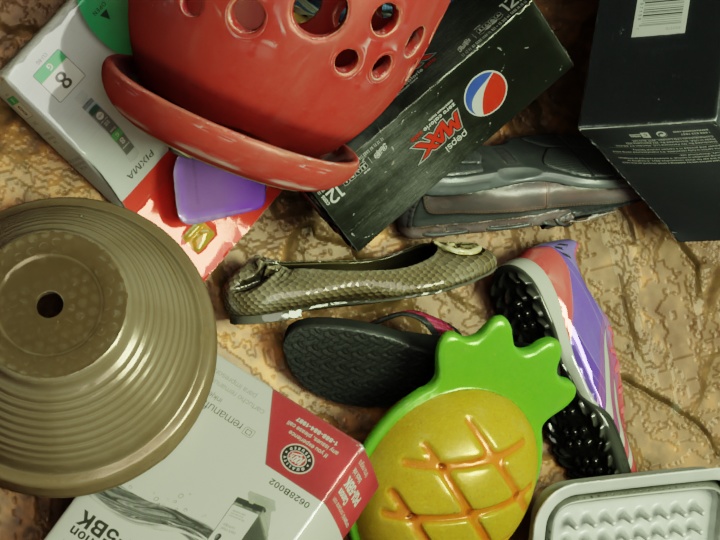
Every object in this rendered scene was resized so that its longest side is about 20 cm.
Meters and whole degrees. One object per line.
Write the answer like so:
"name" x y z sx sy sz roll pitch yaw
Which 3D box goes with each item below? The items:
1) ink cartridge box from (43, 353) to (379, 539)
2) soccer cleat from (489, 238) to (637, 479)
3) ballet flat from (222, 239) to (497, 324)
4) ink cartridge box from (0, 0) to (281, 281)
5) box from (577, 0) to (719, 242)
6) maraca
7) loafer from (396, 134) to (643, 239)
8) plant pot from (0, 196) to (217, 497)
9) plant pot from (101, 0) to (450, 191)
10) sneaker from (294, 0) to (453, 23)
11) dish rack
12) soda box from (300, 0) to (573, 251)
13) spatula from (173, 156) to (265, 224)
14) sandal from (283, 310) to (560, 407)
"ink cartridge box" -0.105 0.171 1.500 0.147 0.083 0.200 30 74 19
"soccer cleat" 0.163 0.074 1.656 0.073 0.068 0.200 -30 100 -35
"ballet flat" 0.000 0.000 1.595 0.200 0.067 0.046 -10 95 -15
"ink cartridge box" -0.124 -0.116 1.561 0.200 0.050 0.161 44 73 -12
"box" 0.248 -0.148 1.612 0.182 0.104 0.200 41 55 -52
"maraca" 0.068 0.125 1.577 0.137 0.107 0.200 22 103 -30
"loafer" 0.117 -0.057 1.650 0.200 0.072 0.063 -2 123 -19
"plant pot" -0.193 0.037 1.460 0.200 0.093 0.201 0 71 0
"plant pot" -0.055 -0.159 1.462 0.200 0.200 0.183 18 103 -20
"sneaker" 0.031 -0.180 1.601 0.200 0.089 0.079 26 79 -19
"dish rack" 0.187 0.231 1.638 0.171 0.044 0.200 -4 110 -21
"soda box" 0.044 -0.109 1.566 0.200 0.063 0.071 -40 128 -3
"spatula" -0.039 -0.080 1.595 0.200 0.021 0.057 -18 111 -32
"sandal" 0.041 0.059 1.608 0.200 0.075 0.045 7 45 -14
